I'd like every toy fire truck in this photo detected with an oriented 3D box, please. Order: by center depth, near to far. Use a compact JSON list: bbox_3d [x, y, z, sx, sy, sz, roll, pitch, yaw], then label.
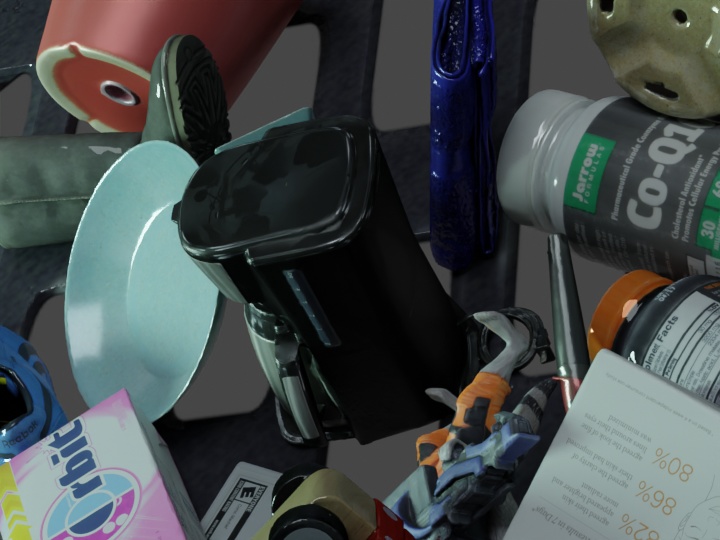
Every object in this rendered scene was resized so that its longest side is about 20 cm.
[{"bbox_3d":[-0.009,0.241,1.397,0.176,0.200,0.129,-48,11,10],"label":"toy fire truck"}]

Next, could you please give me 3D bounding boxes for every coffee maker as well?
[{"bbox_3d":[0.000,0.000,1.589,0.191,0.201,0.135,-26,46,0],"label":"coffee maker"}]

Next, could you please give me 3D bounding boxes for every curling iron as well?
[{"bbox_3d":[0.134,0.075,1.518,0.025,0.050,0.202,-10,77,4],"label":"curling iron"}]

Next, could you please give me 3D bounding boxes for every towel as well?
[{"bbox_3d":[0.073,-0.115,1.668,0.049,0.201,0.148,2,50,3],"label":"towel"}]

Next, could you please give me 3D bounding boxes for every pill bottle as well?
[{"bbox_3d":[0.232,0.069,1.493,0.106,0.107,0.200,-44,47,-17],"label":"pill bottle"},{"bbox_3d":[0.196,-0.051,1.611,0.199,0.113,0.113,18,59,35],"label":"pill bottle"}]

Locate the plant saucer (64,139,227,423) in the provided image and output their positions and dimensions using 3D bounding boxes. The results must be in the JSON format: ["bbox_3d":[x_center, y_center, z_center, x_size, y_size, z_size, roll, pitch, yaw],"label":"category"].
[{"bbox_3d":[-0.140,0.012,1.700,0.200,0.038,0.203,-14,72,50],"label":"plant saucer"}]

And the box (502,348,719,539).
[{"bbox_3d":[0.169,0.172,1.372,0.152,0.106,0.201,30,94,39],"label":"box"}]

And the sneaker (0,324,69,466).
[{"bbox_3d":[-0.256,0.077,1.716,0.066,0.079,0.200,-34,40,-5],"label":"sneaker"}]

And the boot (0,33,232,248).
[{"bbox_3d":[-0.193,-0.091,1.781,0.199,0.183,0.073,6,34,23],"label":"boot"}]

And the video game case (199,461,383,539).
[{"bbox_3d":[-0.051,0.223,1.537,0.181,0.022,0.201,13,56,32],"label":"video game case"}]

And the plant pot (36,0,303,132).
[{"bbox_3d":[-0.148,-0.201,1.854,0.199,0.201,0.178,10,64,30],"label":"plant pot"}]

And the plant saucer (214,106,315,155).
[{"bbox_3d":[-0.046,-0.054,1.672,0.070,0.200,0.019,-25,68,0],"label":"plant saucer"}]

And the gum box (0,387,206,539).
[{"bbox_3d":[-0.161,0.180,1.566,0.113,0.066,0.200,-32,37,1],"label":"gum box"}]

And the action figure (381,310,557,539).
[{"bbox_3d":[0.080,0.126,1.471,0.200,0.104,0.195,-41,35,50],"label":"action figure"}]

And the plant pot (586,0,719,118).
[{"bbox_3d":[0.248,-0.190,1.609,0.199,0.202,0.183,14,30,32],"label":"plant pot"}]
